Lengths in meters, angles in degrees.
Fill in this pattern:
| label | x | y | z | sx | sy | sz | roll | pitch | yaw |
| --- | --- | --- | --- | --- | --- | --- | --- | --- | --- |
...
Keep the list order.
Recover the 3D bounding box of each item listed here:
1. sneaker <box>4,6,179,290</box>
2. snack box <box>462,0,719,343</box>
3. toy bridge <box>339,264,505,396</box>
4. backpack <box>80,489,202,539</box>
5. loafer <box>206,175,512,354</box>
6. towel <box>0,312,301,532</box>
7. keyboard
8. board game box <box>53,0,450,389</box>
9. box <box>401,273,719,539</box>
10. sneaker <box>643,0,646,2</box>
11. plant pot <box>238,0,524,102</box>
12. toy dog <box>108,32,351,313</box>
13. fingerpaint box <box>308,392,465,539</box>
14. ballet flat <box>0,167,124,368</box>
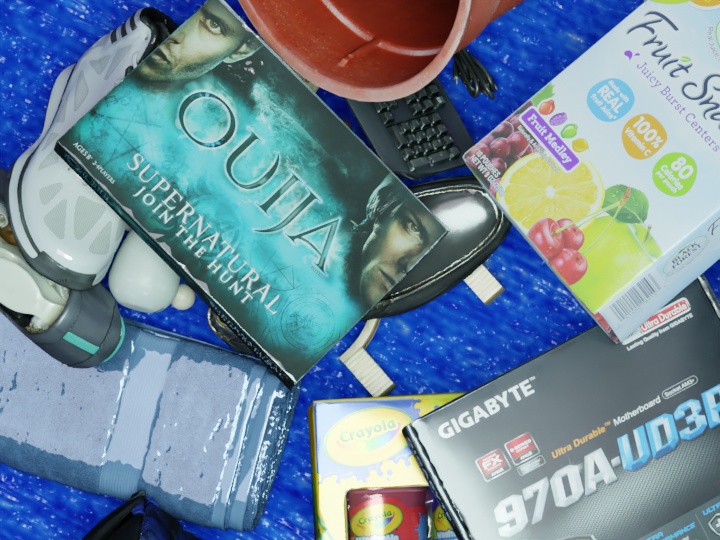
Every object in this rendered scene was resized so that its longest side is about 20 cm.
| label | x | y | z | sx | sy | sz | roll | pitch | yaw |
| --- | --- | --- | --- | --- | --- | --- | --- | --- | --- |
| sneaker | -0.150 | -0.088 | 1.692 | 0.076 | 0.201 | 0.115 | 27 | 132 | -20 |
| snack box | 0.178 | -0.076 | 1.628 | 0.200 | 0.053 | 0.142 | -40 | 58 | 3 |
| toy bridge | 0.063 | -0.008 | 1.753 | 0.200 | 0.027 | 0.067 | -42 | 82 | 3 |
| backpack | -0.130 | 0.247 | 1.658 | 0.168 | 0.200 | 0.163 | 37 | 101 | -8 |
| loafer | 0.000 | 0.000 | 1.708 | 0.200 | 0.072 | 0.073 | -27 | 89 | 7 |
| towel | -0.145 | 0.088 | 1.759 | 0.200 | 0.049 | 0.112 | 16 | 87 | 7 |
| keyboard | 0.020 | -0.150 | 1.736 | 0.021 | 0.127 | 0.200 | -39 | 74 | 43 |
| board game box | -0.063 | -0.048 | 1.655 | 0.200 | 0.028 | 0.135 | 45 | 75 | -1 |
| box | 0.147 | 0.116 | 1.636 | 0.200 | 0.046 | 0.159 | -27 | 85 | -8 |
| sneaker | 0.207 | -0.164 | 1.724 | 0.076 | 0.081 | 0.200 | -4 | 84 | 8 |
| plant pot | 0.050 | -0.226 | 1.666 | 0.195 | 0.201 | 0.201 | -28 | 81 | -41 |
| toy dog | -0.074 | -0.057 | 1.739 | 0.096 | 0.132 | 0.200 | 33 | 97 | -22 |
| fingerpaint box | 0.072 | 0.157 | 1.695 | 0.200 | 0.073 | 0.167 | -2 | 85 | -3 |
| ballet flat | -0.221 | -0.012 | 1.725 | 0.073 | 0.073 | 0.200 | -48 | 56 | 1 |
